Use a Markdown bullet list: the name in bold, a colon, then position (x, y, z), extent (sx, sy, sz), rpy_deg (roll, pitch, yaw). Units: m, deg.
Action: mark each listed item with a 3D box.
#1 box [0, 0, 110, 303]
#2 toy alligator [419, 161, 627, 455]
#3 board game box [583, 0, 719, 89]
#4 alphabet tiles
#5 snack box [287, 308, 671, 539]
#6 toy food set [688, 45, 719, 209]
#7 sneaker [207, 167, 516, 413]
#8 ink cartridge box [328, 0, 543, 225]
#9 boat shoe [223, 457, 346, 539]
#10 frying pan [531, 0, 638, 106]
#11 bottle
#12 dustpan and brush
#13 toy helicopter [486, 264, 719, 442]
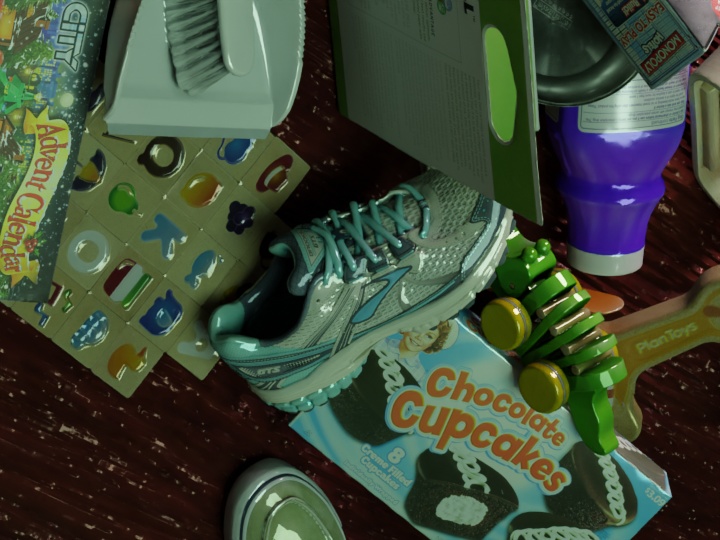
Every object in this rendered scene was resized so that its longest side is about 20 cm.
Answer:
- **box**: position (-0.207, -0.086, 1.368), extent (0.136, 0.038, 0.201), rpy_deg (4, 107, -32)
- **toy alligator**: position (0.100, 0.011, 1.527), extent (0.059, 0.054, 0.201), rpy_deg (-27, 84, -41)
- **board game box**: position (0.169, -0.213, 1.485), extent (0.199, 0.062, 0.201), rpy_deg (-22, 83, -28)
- **alphabet tiles**: position (-0.119, -0.028, 1.478), extent (0.167, 0.006, 0.200), rpy_deg (-52, 128, -4)
- **snack box**: position (0.070, 0.104, 1.570), extent (0.200, 0.037, 0.116), rpy_deg (39, 107, -12)
- **toy food set**: position (0.268, -0.116, 1.618), extent (0.143, 0.060, 0.200), rpy_deg (-44, 161, -9)
- **sneaker**: position (0.000, 0.000, 1.488), extent (0.200, 0.078, 0.086), rpy_deg (-42, 135, 16)
- **ink cartridge box**: position (0.062, -0.128, 1.431), extent (0.075, 0.200, 0.149), rpy_deg (-20, 120, -25)
- **boat shoe**: position (-0.023, 0.200, 1.605), extent (0.072, 0.062, 0.201), rpy_deg (-31, 123, -19)
- **frying pan**: position (0.084, -0.129, 1.536), extent (0.190, 0.031, 0.115), rpy_deg (-33, 91, 20)
- **bottle**: position (0.151, -0.097, 1.588), extent (0.083, 0.065, 0.201), rpy_deg (-6, 114, -17)
- **dustpan and brush**: position (-0.072, -0.171, 1.405), extent (0.139, 0.057, 0.201), rpy_deg (-2, 90, -51)
- **toy helicopter**: position (0.145, 0.040, 1.600), extent (0.199, 0.079, 0.133), rpy_deg (-24, 109, 17)
